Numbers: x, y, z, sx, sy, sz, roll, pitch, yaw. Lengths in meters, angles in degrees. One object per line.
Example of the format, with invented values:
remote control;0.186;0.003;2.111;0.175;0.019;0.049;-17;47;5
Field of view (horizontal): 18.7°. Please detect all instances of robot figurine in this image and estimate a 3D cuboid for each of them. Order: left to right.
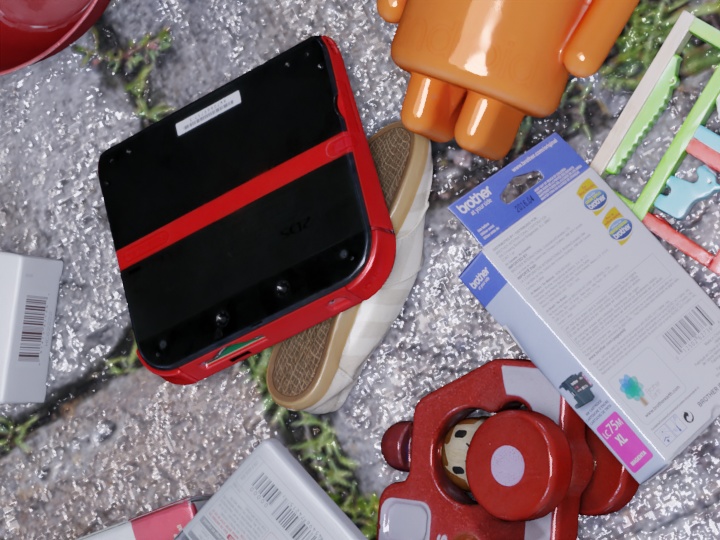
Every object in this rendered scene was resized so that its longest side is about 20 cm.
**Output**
robot figurine;0.090;-0.173;1.364;0.144;0.116;0.202;22;95;61

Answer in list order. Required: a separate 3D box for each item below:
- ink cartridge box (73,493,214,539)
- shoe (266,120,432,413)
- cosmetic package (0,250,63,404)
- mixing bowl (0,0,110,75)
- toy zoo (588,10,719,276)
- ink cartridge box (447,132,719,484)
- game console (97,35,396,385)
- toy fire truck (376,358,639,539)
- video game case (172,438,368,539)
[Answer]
ink cartridge box;-0.164;0.247;1.432;0.198;0.083;0.147;-21;82;14
shoe;0.000;0.000;1.419;0.070;0.053;0.201;24;90;46
cosmetic package;-0.311;0.028;1.494;0.198;0.071;0.103;9;90;17
mixing bowl;-0.233;-0.222;1.465;0.198;0.108;0.202;-1;88;16
toy zoo;0.252;-0.056;1.358;0.199;0.020;0.132;34;97;16
ink cartridge box;0.145;0.020;1.332;0.200;0.119;0.042;50;141;6
game console;-0.077;-0.036;1.423;0.199;0.031;0.178;-26;64;24
toy fire truck;0.077;0.155;1.362;0.167;0.112;0.202;2;89;37
video game case;-0.048;0.237;1.336;0.200;0.023;0.182;46;102;16
